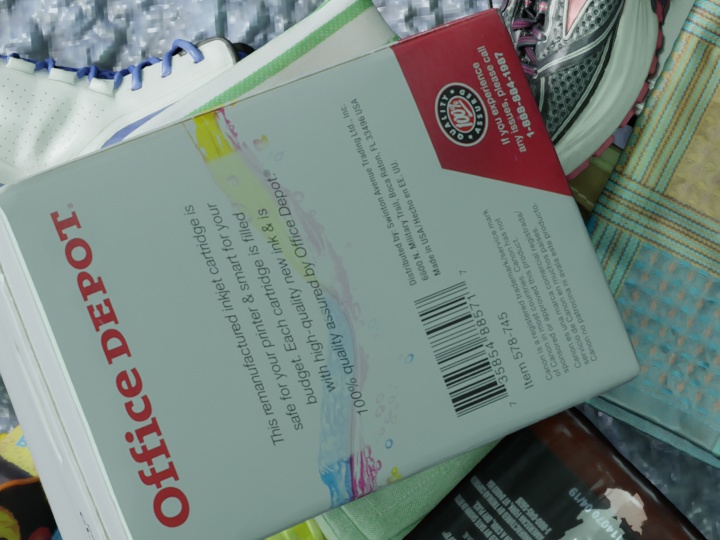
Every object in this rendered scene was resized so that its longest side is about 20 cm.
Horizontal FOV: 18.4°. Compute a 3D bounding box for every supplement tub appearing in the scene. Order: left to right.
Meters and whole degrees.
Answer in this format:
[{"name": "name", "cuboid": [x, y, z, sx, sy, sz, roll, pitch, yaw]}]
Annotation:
[{"name": "supplement tub", "cuboid": [0.043, 0.153, 0.880, 0.200, 0.107, 0.107, -44, 84, 1]}]

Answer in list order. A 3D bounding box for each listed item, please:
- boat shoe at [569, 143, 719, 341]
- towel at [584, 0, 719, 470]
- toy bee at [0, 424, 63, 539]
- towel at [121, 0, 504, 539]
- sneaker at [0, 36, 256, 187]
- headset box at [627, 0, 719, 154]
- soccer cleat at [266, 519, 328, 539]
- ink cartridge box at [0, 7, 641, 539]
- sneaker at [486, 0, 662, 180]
[{"name": "boat shoe", "cuboid": [0.142, 0.021, 0.930, 0.201, 0.073, 0.063, 44, 91, -1]}, {"name": "towel", "cuboid": [0.168, -0.016, 0.875, 0.146, 0.022, 0.201, 26, 99, 6]}, {"name": "toy bee", "cuboid": [-0.134, 0.099, 0.910, 0.130, 0.109, 0.201, 2, 49, 25]}, {"name": "towel", "cuboid": [0.000, 0.000, 0.917, 0.152, 0.023, 0.200, -36, 93, -16]}, {"name": "sneaker", "cuboid": [-0.104, -0.066, 0.966, 0.199, 0.081, 0.115, 33, 91, 0]}, {"name": "headset box", "cuboid": [0.205, -0.106, 0.917, 0.148, 0.075, 0.201, 25, 93, 7]}, {"name": "soccer cleat", "cuboid": [-0.042, 0.123, 0.940, 0.065, 0.084, 0.201, 35, 94, 7]}, {"name": "ink cartridge box", "cuboid": [-0.031, 0.014, 0.820, 0.199, 0.145, 0.146, -21, 89, -18]}, {"name": "sneaker", "cuboid": [0.083, -0.123, 0.890, 0.074, 0.081, 0.201, 21, 96, -34]}]
